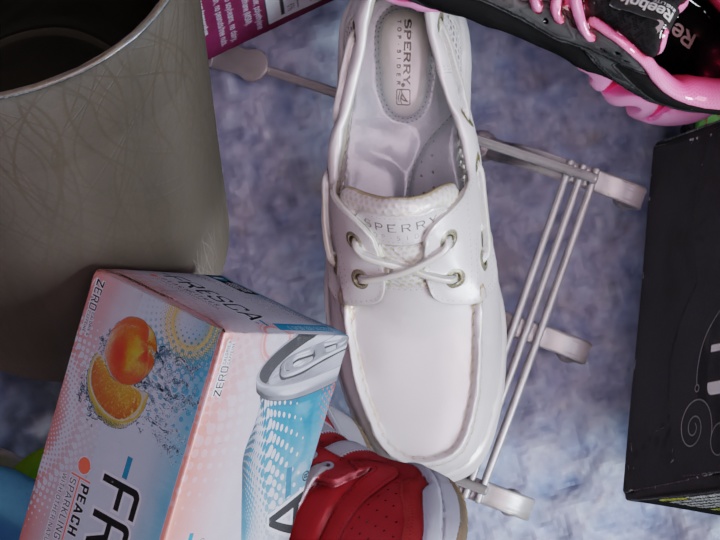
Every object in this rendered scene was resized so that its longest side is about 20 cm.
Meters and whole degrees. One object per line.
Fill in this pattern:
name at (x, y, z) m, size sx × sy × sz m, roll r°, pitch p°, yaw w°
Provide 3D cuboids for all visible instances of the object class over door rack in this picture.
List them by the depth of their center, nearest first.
over door rack at (0.000, 0.000, 1.126) m, size 0.199 × 0.067 × 0.148 m, roll 20°, pitch 87°, yaw 7°

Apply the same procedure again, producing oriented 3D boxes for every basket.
basket at (-0.116, -0.059, 0.923) m, size 0.180 × 0.200 × 0.136 m, roll 23°, pitch 66°, yaw 24°

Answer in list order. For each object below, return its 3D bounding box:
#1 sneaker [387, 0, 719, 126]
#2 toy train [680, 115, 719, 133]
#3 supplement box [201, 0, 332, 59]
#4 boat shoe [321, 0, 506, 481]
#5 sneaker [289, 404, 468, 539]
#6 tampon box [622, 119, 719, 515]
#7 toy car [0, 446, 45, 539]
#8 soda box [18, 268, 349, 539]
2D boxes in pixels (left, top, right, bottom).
sneaker at (0.079, -0.108, 1.010) m, size 0.199 × 0.095 × 0.079 m, roll 22°, pitch 97°, yaw -23°
toy train at (0.170, -0.133, 1.157) m, size 0.056 × 0.042 × 0.201 m, roll 7°, pitch 89°, yaw 3°
supplement box at (-0.096, -0.149, 1.072) m, size 0.199 × 0.103 × 0.131 m, roll -27°, pitch 72°, yaw -7°
boat shoe at (0.015, -0.018, 1.057) m, size 0.070 × 0.069 × 0.201 m, roll -6°, pitch 85°, yaw 5°
sneaker at (-0.039, 0.068, 0.980) m, size 0.112 × 0.200 × 0.071 m, roll 32°, pitch 90°, yaw -21°
tampon box at (0.223, 0.028, 1.082) m, size 0.199 × 0.126 × 0.151 m, roll 11°, pitch 77°, yaw -24°
toy car at (-0.136, 0.157, 1.035) m, size 0.174 × 0.150 × 0.201 m, roll 16°, pitch 87°, yaw 29°
soda box at (-0.072, 0.103, 0.923) m, size 0.063 × 0.068 × 0.201 m, roll 25°, pitch 103°, yaw 36°
